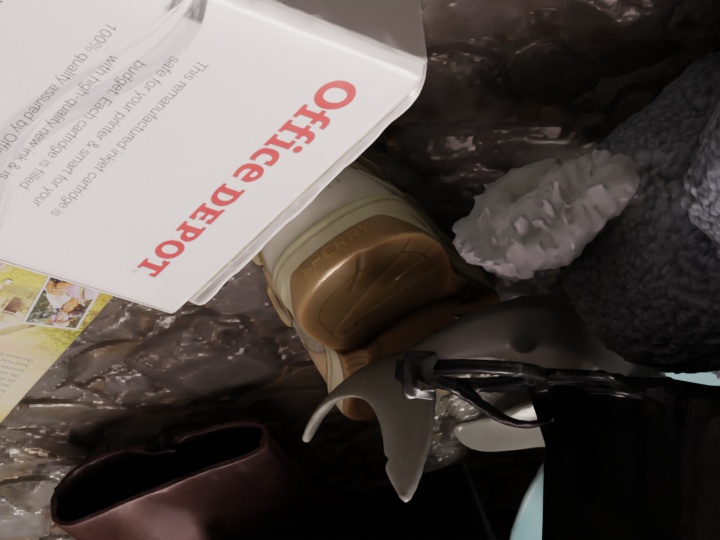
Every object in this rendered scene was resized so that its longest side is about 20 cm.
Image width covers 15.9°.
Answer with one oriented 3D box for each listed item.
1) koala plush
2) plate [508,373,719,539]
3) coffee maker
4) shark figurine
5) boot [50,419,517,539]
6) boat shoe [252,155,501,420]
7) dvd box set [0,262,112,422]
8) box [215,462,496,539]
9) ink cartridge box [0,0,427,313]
[{"bbox_3d":[0.139,-0.024,0.837,0.177,0.184,0.200,22,147,-36],"label":"koala plush"},{"bbox_3d":[0.157,0.104,1.075,0.199,0.026,0.201,-12,130,-15],"label":"plate"},{"bbox_3d":[0.098,0.135,0.828,0.191,0.201,0.135,6,176,4],"label":"coffee maker"},{"bbox_3d":[0.082,0.049,0.925,0.128,0.089,0.214,-55,145,5],"label":"shark figurine"},{"bbox_3d":[-0.012,0.115,1.070,0.199,0.073,0.167,-15,143,9],"label":"boot"},{"bbox_3d":[0.000,0.000,0.919,0.072,0.065,0.200,-35,161,1],"label":"boat shoe"},{"bbox_3d":[-0.167,0.002,0.915,0.146,0.029,0.200,15,138,-30],"label":"dvd box set"},{"bbox_3d":[0.031,0.220,1.007,0.117,0.197,0.200,-18,128,-1],"label":"box"},{"bbox_3d":[-0.102,-0.079,0.768,0.200,0.083,0.147,18,138,-32],"label":"ink cartridge box"}]
